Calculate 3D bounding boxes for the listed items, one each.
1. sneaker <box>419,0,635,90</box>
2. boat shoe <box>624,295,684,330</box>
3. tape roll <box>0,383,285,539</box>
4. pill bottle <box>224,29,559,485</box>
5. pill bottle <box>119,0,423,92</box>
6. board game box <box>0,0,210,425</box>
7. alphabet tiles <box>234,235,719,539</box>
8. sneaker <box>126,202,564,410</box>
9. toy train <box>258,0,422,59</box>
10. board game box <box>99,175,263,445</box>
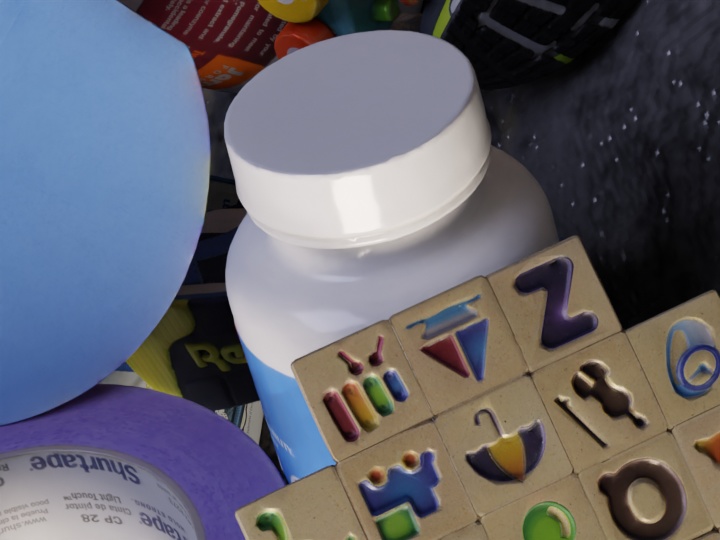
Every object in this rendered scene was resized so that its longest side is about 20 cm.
[{"bbox_3d":[0.078,-0.160,0.893,0.200,0.074,0.081,-60,38,10],"label":"sneaker"},{"bbox_3d":[0.112,0.117,0.790,0.093,0.075,0.201,19,108,30],"label":"boat shoe"},{"bbox_3d":[-0.109,0.137,0.825,0.200,0.200,0.085,38,153,45],"label":"tape roll"},{"bbox_3d":[0.018,0.024,0.807,0.112,0.112,0.201,31,145,46],"label":"pill bottle"},{"bbox_3d":[-0.075,-0.131,0.946,0.109,0.200,0.110,-13,73,45],"label":"pill bottle"},{"bbox_3d":[-0.147,-0.047,0.865,0.200,0.039,0.158,32,101,1],"label":"board game box"},{"bbox_3d":[0.064,0.099,0.723,0.201,0.166,0.006,65,167,4],"label":"alphabet tiles"},{"bbox_3d":[0.000,0.000,0.921,0.199,0.074,0.082,-3,40,26],"label":"sneaker"},{"bbox_3d":[0.020,-0.167,0.911,0.055,0.150,0.201,6,94,34],"label":"toy train"},{"bbox_3d":[-0.132,0.049,0.973,0.056,0.195,0.201,6,86,52],"label":"board game box"}]
